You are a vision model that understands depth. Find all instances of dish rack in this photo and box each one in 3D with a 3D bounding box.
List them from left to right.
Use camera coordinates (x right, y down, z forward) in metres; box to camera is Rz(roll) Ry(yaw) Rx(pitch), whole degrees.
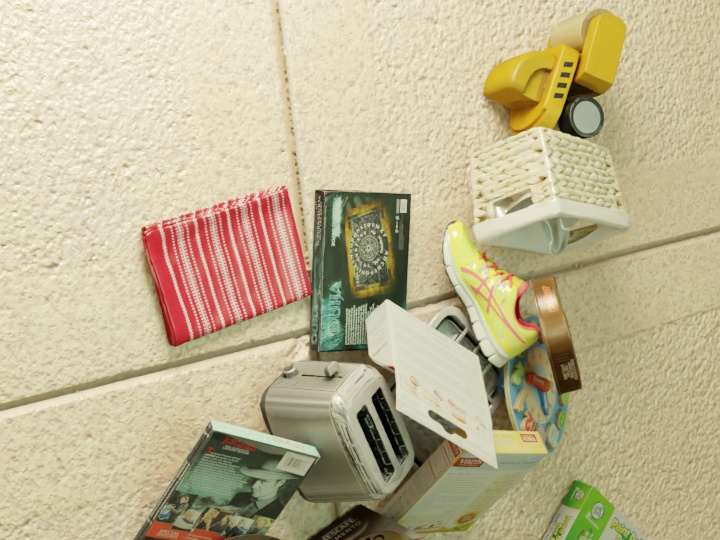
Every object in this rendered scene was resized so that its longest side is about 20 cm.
[{"bbox_3d":[0.100,0.165,1.401,0.172,0.043,0.200,48,68,-28],"label":"dish rack"}]

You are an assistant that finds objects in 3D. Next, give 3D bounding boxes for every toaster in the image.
[{"bbox_3d":[-0.022,0.200,1.257,0.114,0.128,0.201,-41,115,-46],"label":"toaster"}]

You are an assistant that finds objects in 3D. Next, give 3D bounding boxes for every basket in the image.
[{"bbox_3d":[0.249,-0.102,1.395,0.199,0.135,0.125,7,69,-48],"label":"basket"}]

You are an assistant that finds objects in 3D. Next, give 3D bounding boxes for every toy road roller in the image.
[{"bbox_3d":[0.258,-0.272,1.427,0.145,0.123,0.202,22,82,-21],"label":"toy road roller"}]

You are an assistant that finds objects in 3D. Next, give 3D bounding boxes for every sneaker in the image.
[{"bbox_3d":[0.175,0.020,1.383,0.201,0.090,0.078,64,20,0],"label":"sneaker"}]

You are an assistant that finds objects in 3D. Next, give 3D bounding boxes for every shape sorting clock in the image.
[{"bbox_3d":[0.251,0.161,1.470,0.199,0.039,0.202,7,81,-53],"label":"shape sorting clock"}]

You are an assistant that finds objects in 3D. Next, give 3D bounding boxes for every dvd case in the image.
[{"bbox_3d":[-0.155,0.264,1.194,0.145,0.022,0.201,20,115,-33],"label":"dvd case"}]

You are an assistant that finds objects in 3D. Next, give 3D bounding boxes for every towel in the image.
[{"bbox_3d":[-0.153,-0.008,1.231,0.199,0.022,0.146,-20,106,-31],"label":"towel"}]

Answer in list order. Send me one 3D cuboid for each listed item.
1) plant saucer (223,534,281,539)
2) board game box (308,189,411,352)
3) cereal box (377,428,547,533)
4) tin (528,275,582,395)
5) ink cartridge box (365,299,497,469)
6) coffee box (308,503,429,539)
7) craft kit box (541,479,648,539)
[{"bbox_3d":[-0.146,0.406,1.233,0.199,0.032,0.202,-11,114,-25],"label":"plant saucer"},{"bbox_3d":[0.000,0.000,1.329,0.134,0.028,0.202,0,94,-33],"label":"board game box"},{"bbox_3d":[0.130,0.276,1.357,0.143,0.040,0.200,7,134,-34],"label":"cereal box"},{"bbox_3d":[0.257,0.085,1.377,0.042,0.113,0.200,-18,144,7],"label":"tin"},{"bbox_3d":[0.084,0.144,1.262,0.160,0.201,0.047,33,119,-23],"label":"ink cartridge box"},{"bbox_3d":[0.026,0.373,1.274,0.113,0.199,0.080,-30,113,-29],"label":"coffee box"},{"bbox_3d":[0.345,0.455,1.589,0.200,0.048,0.198,43,68,-29],"label":"craft kit box"}]
